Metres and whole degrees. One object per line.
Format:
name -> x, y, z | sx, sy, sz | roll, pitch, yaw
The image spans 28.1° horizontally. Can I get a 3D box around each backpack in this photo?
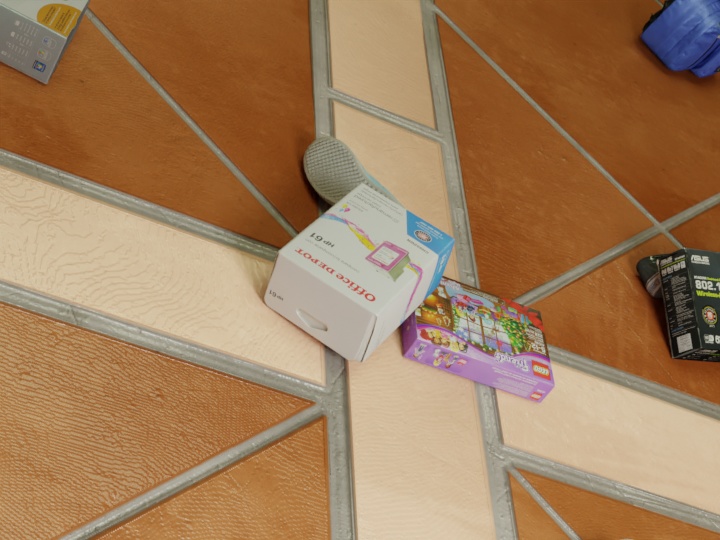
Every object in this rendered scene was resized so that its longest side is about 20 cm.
backpack -> 0.647, -0.459, 2.732 | 0.200, 0.163, 0.168 | -19, 65, -50

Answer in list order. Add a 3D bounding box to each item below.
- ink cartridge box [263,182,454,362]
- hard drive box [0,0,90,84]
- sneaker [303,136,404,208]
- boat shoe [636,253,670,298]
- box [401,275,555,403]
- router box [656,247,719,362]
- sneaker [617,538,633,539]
ink cartridge box -> 0.000, 0.000, 1.715 | 0.144, 0.085, 0.200 | 32, 42, 14
hard drive box -> -0.448, -0.341, 1.788 | 0.200, 0.077, 0.156 | 25, 36, -13
sneaker -> -0.002, -0.095, 1.887 | 0.200, 0.074, 0.082 | 50, 1, 33
boat shoe -> 0.495, -0.004, 2.167 | 0.200, 0.069, 0.057 | -7, 52, -40
box -> 0.144, 0.079, 1.812 | 0.200, 0.039, 0.137 | 19, 39, -20
router box -> 0.529, 0.054, 2.081 | 0.200, 0.062, 0.150 | 6, 69, -33
sneaker -> 0.309, 0.379, 1.563 | 0.111, 0.077, 0.200 | 2, 42, -45
